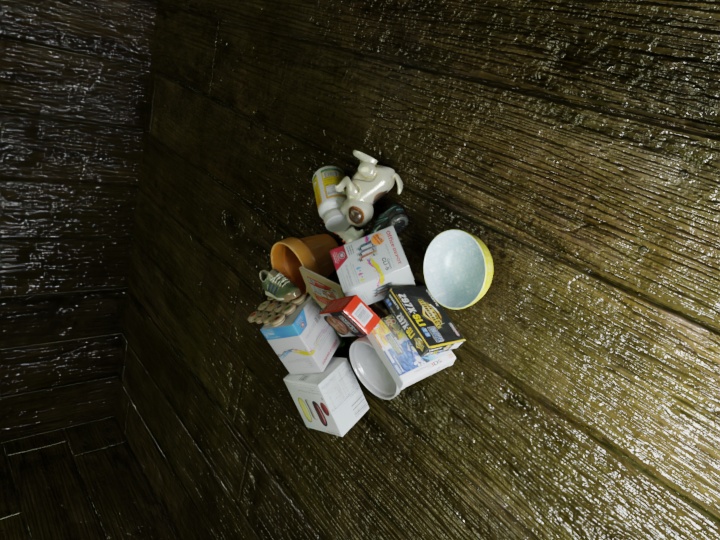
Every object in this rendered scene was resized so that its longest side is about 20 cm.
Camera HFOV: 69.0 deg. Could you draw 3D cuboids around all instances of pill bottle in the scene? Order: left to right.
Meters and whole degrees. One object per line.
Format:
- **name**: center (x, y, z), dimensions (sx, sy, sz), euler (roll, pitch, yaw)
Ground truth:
- **pill bottle**: center (-0.088, -0.229, 1.694), dimensions (0.113, 0.112, 0.201), euler (-44, 47, 39)

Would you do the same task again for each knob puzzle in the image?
- **knob puzzle**: center (-0.089, 0.081, 1.593), dimensions (0.219, 0.030, 0.220), euler (33, 151, 21)

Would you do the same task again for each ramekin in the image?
- **ramekin**: center (0.070, 0.270, 1.559), dimensions (0.199, 0.105, 0.202), euler (31, 136, 34)

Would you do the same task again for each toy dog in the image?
- **toy dog**: center (0.015, -0.230, 1.587), dimensions (0.193, 0.140, 0.201), euler (27, 93, 4)

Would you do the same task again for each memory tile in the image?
- **memory tile**: center (-0.272, 0.119, 1.695), dimensions (0.199, 0.153, 0.017), euler (0, 128, 50)

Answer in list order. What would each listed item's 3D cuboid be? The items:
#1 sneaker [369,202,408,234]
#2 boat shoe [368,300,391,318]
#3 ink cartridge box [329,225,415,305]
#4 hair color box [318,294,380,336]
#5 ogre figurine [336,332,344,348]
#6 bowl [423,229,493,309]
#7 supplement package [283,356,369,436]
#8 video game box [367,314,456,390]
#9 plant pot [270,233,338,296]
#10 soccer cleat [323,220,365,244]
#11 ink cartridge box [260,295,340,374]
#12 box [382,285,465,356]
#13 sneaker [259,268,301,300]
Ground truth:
- **sneaker**: center (0.071, -0.122, 1.603), dimensions (0.200, 0.075, 0.080), euler (-44, 48, 33)
- **boat shoe**: center (0.062, 0.121, 1.617), dimensions (0.200, 0.072, 0.068), euler (39, 121, 39)
- **ink cartridge box**: center (0.039, -0.007, 1.504), dimensions (0.198, 0.145, 0.146), euler (-22, 62, 3)
- **hair color box**: center (-0.033, 0.129, 1.460), dimensions (0.102, 0.061, 0.200), euler (45, 159, -10)
- **ogre figurine**: center (-0.135, 0.182, 1.826), dimensions (0.200, 0.097, 0.121), euler (-136, 38, -54)
- **bowl**: center (0.270, -0.005, 1.355), dimensions (0.199, 0.107, 0.202), euler (5, 96, 46)
- **supplement package**: center (-0.113, 0.406, 1.724), dimensions (0.190, 0.147, 0.201), euler (-5, 115, 46)
- **video game box**: center (0.138, 0.207, 1.462), dimensions (0.201, 0.181, 0.047), euler (56, 150, 27)
- **plant pot**: center (-0.169, -0.032, 1.753), dimensions (0.199, 0.182, 0.202), euler (29, 133, 37)
- **soccer cleat**: center (-0.052, -0.142, 1.734), dimensions (0.078, 0.069, 0.200), euler (-49, 46, 3)
- **ink cartridge box**: center (-0.190, 0.211, 1.692), dimensions (0.145, 0.147, 0.201), euler (-12, 119, 33)
- **box**: center (0.173, 0.134, 1.434), dimensions (0.201, 0.159, 0.049), euler (57, 130, 28)
- **sneaker**: center (-0.272, 0.041, 1.712), dimensions (0.199, 0.067, 0.091), euler (6, 122, 53)
